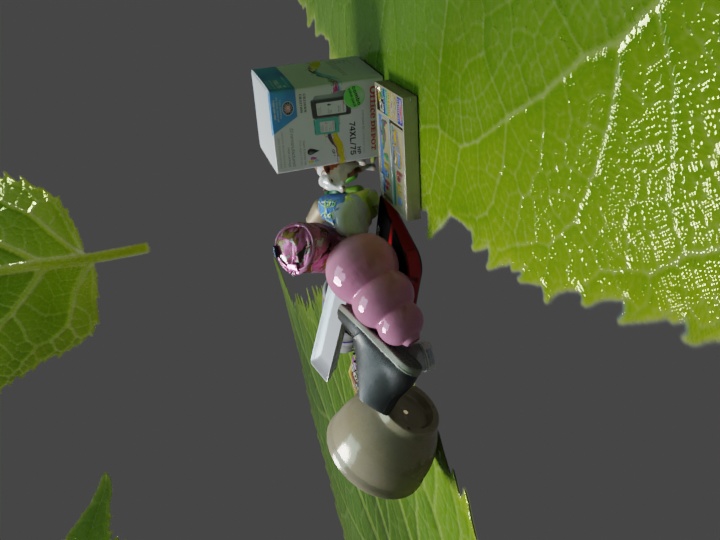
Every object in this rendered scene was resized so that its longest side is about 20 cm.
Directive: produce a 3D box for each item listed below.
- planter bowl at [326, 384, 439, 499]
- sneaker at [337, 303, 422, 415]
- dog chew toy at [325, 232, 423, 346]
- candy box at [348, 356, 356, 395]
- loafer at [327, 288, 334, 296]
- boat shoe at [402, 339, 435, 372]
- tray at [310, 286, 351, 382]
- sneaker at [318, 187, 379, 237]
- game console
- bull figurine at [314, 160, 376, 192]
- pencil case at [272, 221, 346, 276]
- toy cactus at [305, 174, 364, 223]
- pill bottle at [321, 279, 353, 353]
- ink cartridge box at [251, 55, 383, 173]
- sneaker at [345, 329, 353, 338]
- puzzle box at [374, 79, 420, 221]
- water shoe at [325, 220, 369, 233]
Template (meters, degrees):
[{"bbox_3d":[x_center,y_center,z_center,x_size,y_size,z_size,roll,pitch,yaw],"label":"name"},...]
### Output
[{"bbox_3d":[0.058,0.283,1.221,0.135,0.200,0.201,-57,38,31],"label":"planter bowl"},{"bbox_3d":[0.005,0.146,1.157,0.200,0.075,0.106,44,107,38],"label":"sneaker"},{"bbox_3d":[0.030,0.037,1.121,0.200,0.124,0.125,55,159,18],"label":"dog chew toy"},{"bbox_3d":[0.022,0.244,1.564,0.200,0.056,0.117,102,153,-62],"label":"candy box"},{"bbox_3d":[-0.039,0.012,1.433,0.071,0.073,0.200,-47,11,28],"label":"loafer"},{"bbox_3d":[0.076,0.162,1.245,0.200,0.068,0.072,180,79,-76],"label":"boat shoe"},{"bbox_3d":[-0.050,0.102,1.307,0.107,0.022,0.201,32,110,64],"label":"tray"},{"bbox_3d":[-0.035,-0.098,1.216,0.200,0.105,0.076,-38,-58,-68],"label":"sneaker"},{"bbox_3d":[0.064,-0.013,1.245,0.200,0.031,0.177,95,161,-50],"label":"game console"},{"bbox_3d":[-0.038,-0.203,1.291,0.200,0.121,0.065,-126,27,-60],"label":"bull figurine"},{"bbox_3d":[-0.073,-0.035,1.197,0.083,0.086,0.200,58,-162,12],"label":"pencil case"},{"bbox_3d":[-0.065,-0.153,1.423,0.165,0.102,0.201,-47,41,34],"label":"toy cactus"},{"bbox_3d":[-0.033,0.100,1.546,0.200,0.112,0.112,96,158,-53],"label":"pill bottle"},{"bbox_3d":[-0.073,-0.278,1.208,0.146,0.199,0.147,-124,26,-54],"label":"ink cartridge box"},{"bbox_3d":[0.021,0.096,1.293,0.090,0.070,0.200,-57,23,-1],"label":"sneaker"},{"bbox_3d":[0.060,-0.194,1.107,0.133,0.025,0.201,-127,28,-59],"label":"puzzle box"},{"bbox_3d":[-0.019,-0.094,1.467,0.079,0.071,0.200,52,179,-33],"label":"water shoe"}]
